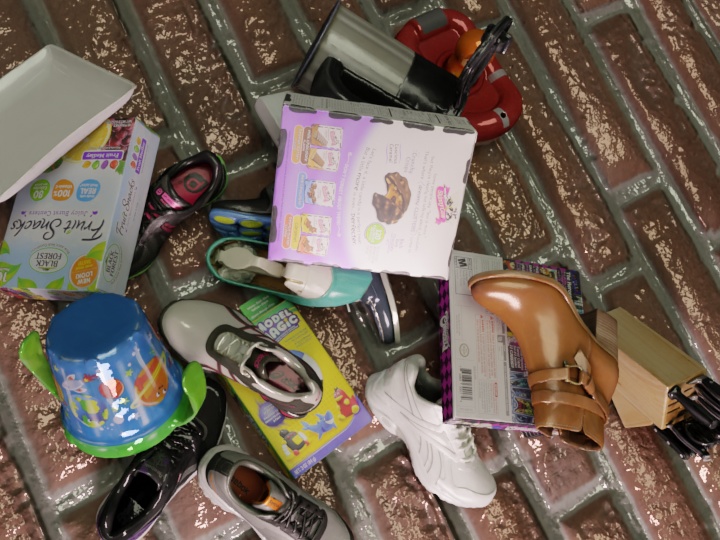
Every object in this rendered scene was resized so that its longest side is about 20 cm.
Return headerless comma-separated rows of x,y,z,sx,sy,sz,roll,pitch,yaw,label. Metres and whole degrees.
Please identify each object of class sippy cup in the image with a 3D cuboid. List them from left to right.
-0.255,0.098,0.808,0.177,0.131,0.140,-16,43,-11,sippy cup

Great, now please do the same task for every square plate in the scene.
-0.372,-0.166,0.886,0.198,0.028,0.200,29,66,35,square plate

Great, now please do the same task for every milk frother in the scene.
0.047,-0.245,0.909,0.188,0.181,0.200,28,109,-14,milk frother

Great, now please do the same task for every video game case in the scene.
0.178,0.083,0.911,0.181,0.036,0.201,8,66,-18,video game case

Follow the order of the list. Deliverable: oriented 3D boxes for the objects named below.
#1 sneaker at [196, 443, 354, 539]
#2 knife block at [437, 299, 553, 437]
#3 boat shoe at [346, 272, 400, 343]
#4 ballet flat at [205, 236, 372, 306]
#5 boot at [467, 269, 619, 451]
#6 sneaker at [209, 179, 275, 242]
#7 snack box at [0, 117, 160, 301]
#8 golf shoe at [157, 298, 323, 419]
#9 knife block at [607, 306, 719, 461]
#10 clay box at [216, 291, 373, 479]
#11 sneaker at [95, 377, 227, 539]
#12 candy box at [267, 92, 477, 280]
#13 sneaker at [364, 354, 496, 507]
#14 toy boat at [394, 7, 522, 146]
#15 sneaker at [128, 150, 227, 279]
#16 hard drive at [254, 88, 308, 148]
-0.086,0.261,0.853,0.200,0.079,0.074,38,68,-17,sneaker
0.196,0.109,0.976,0.175,0.064,0.201,-4,75,-16,knife block
0.000,0.000,0.945,0.062,0.075,0.201,-19,108,-4,boat shoe
-0.089,0.002,0.897,0.199,0.070,0.068,9,90,17,ballet flat
0.193,0.097,0.855,0.200,0.077,0.156,27,61,-22,boot
-0.091,-0.085,0.966,0.199,0.071,0.083,-15,74,-24,sneaker
-0.312,-0.068,0.876,0.142,0.053,0.201,1,72,22,snack box
-0.125,0.085,0.848,0.200,0.088,0.077,29,73,-1,golf shoe
0.373,0.130,0.963,0.064,0.176,0.201,-18,80,-19,knife block
-0.090,0.125,0.914,0.115,0.048,0.200,-34,86,-20,clay box
-0.203,0.203,0.841,0.076,0.088,0.200,33,69,-3,sneaker
0.008,-0.088,0.845,0.199,0.072,0.168,7,112,-6,candy box
0.096,0.183,0.909,0.200,0.099,0.078,49,34,1,sneaker
0.137,-0.266,1.038,0.130,0.131,0.200,-30,84,-20,toy boat
-0.235,-0.071,0.912,0.077,0.084,0.200,40,71,0,sneaker
-0.018,-0.177,0.992,0.200,0.027,0.132,-23,76,-37,hard drive
